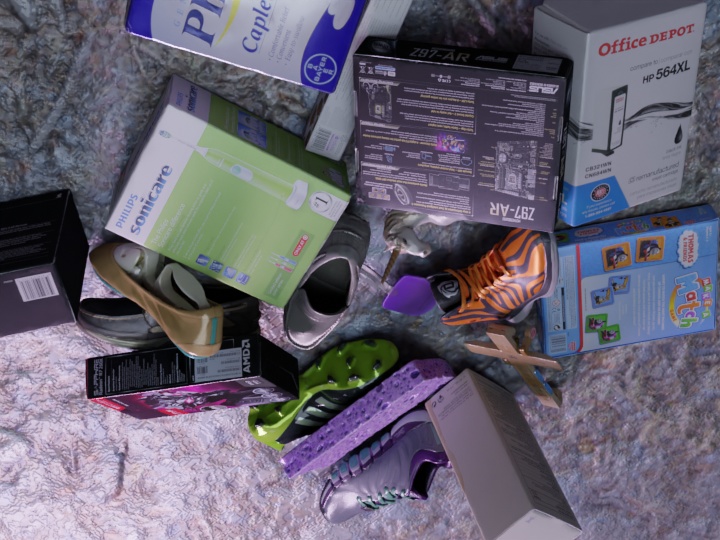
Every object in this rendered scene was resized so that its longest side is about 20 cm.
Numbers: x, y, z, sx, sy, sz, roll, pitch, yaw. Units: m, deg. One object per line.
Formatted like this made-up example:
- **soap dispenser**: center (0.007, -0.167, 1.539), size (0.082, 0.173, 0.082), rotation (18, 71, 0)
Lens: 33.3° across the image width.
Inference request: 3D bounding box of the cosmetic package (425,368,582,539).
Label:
- **cosmetic package**: center (0.157, 0.218, 1.343), size (0.073, 0.201, 0.103), rotation (-41, 134, 19)

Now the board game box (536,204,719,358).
- **board game box**: center (0.295, 0.015, 1.335), size (0.198, 0.037, 0.152), rotation (-9, 124, 0)

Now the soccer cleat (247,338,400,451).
- **soccer cleat**: center (-0.036, 0.141, 1.370), size (0.199, 0.068, 0.081), rotation (-29, 139, 13)

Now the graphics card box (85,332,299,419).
- **graphics card box**: center (-0.176, 0.115, 1.280), size (0.198, 0.051, 0.125), rotation (-10, 160, 14)

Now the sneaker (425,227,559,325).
- **sneaker**: center (0.132, 0.011, 1.243), size (0.111, 0.078, 0.200), rotation (-9, 152, -14)

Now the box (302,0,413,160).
- **box**: center (-0.002, -0.201, 1.159), size (0.041, 0.039, 0.201), rotation (15, 120, -18)

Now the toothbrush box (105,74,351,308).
- **toothbrush box**: center (-0.130, -0.076, 1.189), size (0.199, 0.086, 0.146), rotation (24, 114, -18)

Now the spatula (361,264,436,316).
- **spatula**: center (0.000, 0.000, 1.299), size (0.199, 0.021, 0.057), rotation (25, 124, -16)

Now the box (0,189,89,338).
- **box**: center (-0.379, 0.003, 1.188), size (0.198, 0.142, 0.079), rotation (-11, 126, 1)

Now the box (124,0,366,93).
- **box**: center (-0.091, -0.279, 1.059), size (0.198, 0.105, 0.185), rotation (14, 120, -14)

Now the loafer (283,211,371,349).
- **loafer**: center (-0.042, 0.023, 1.262), size (0.069, 0.070, 0.201), rotation (17, 136, -5)

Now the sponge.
- **sponge**: center (0.008, 0.167, 1.365), size (0.199, 0.111, 0.030), rotation (-38, 75, 16)

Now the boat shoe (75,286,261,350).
- **boat shoe**: center (-0.202, 0.038, 1.280), size (0.198, 0.075, 0.074), rotation (3, 113, -19)

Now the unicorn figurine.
- **unicorn figurine**: center (0.100, -0.081, 1.238), size (0.136, 0.074, 0.202), rotation (8, 105, -11)

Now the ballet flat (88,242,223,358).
- **ballet flat**: center (-0.200, 0.010, 1.201), size (0.068, 0.200, 0.063), rotation (-16, 133, -45)

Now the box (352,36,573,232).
- **box**: center (0.093, -0.127, 1.125), size (0.198, 0.044, 0.161), rotation (9, 125, 15)

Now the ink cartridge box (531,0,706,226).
- **ink cartridge box**: center (0.242, -0.164, 1.159), size (0.145, 0.084, 0.202), rotation (-18, 127, -23)

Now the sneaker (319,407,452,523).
- **sneaker**: center (0.031, 0.252, 1.419), size (0.074, 0.088, 0.200), rotation (22, 120, -43)

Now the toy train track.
- **toy train track**: center (0.190, 0.101, 1.354), size (0.114, 0.033, 0.200), rotation (10, 157, 33)
